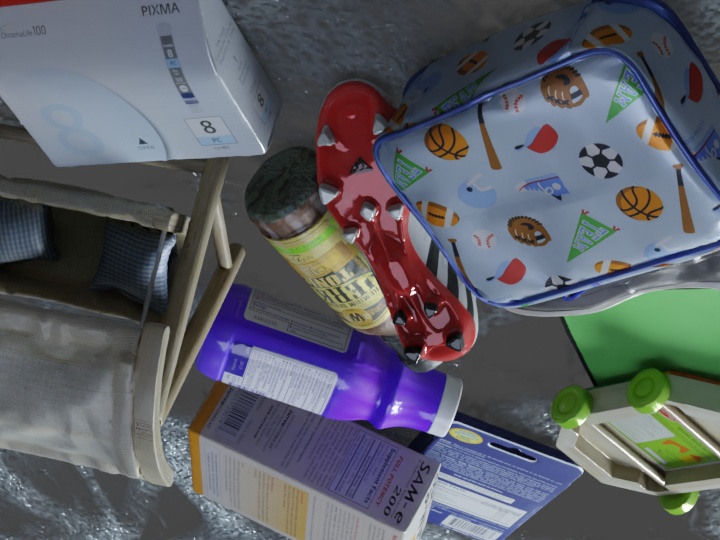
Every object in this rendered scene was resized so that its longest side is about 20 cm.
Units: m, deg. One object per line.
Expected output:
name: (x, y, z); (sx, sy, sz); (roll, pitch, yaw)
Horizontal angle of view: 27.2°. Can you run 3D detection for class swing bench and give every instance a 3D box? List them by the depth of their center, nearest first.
swing bench: (-0.202, 0.018, 0.997); (0.197, 0.201, 0.130); (10, 147, 10)

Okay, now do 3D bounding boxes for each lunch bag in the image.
lunch bag: (0.113, -0.058, 0.835); (0.199, 0.076, 0.160); (-17, 123, 42)

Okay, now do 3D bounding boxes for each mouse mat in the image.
mouse mat: (0.234, 0.067, 1.057); (0.160, 0.008, 0.200); (-1, 143, 27)

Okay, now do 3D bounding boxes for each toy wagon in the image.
toy wagon: (0.243, 0.122, 1.097); (0.199, 0.040, 0.155); (-18, 135, 42)

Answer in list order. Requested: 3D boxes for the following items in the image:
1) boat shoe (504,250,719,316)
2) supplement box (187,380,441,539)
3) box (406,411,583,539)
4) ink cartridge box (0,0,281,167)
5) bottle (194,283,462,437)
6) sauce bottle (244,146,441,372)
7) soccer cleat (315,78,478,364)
boat shoe: (0.173, -0.017, 0.912); (0.199, 0.067, 0.057); (-7, 126, 25)
supplement box: (-0.040, 0.173, 1.249); (0.199, 0.074, 0.126); (25, 149, 10)
box: (0.099, 0.170, 1.251); (0.120, 0.033, 0.200); (21, 149, -7)
ink cartridge box: (-0.157, -0.141, 0.878); (0.159, 0.048, 0.200); (0, 146, 25)
bottle: (-0.023, 0.073, 1.127); (0.199, 0.066, 0.084); (18, 149, -4)
sauce bottle: (0.000, 0.000, 1.008); (0.064, 0.065, 0.200); (-9, 140, 35)
soccer cleat: (0.027, -0.035, 0.943); (0.068, 0.085, 0.201); (-14, 115, 23)
